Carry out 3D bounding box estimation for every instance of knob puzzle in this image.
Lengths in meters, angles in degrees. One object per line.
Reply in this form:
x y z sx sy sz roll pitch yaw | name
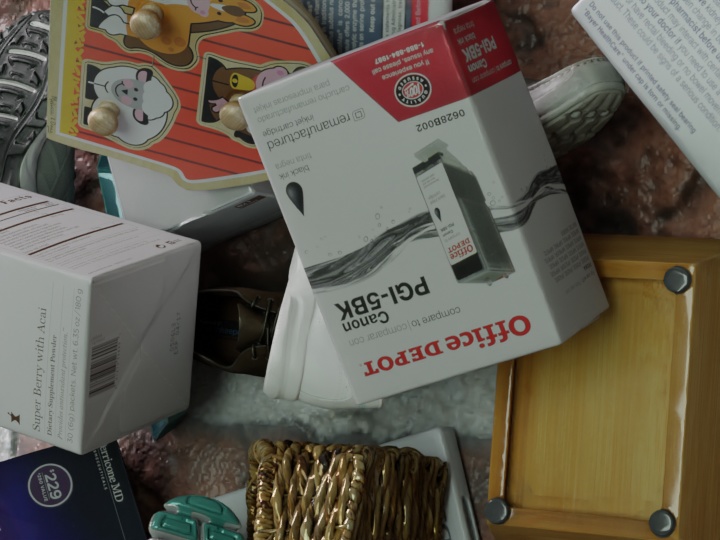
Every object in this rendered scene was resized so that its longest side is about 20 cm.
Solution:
-0.099 -0.117 1.618 0.219 0.220 0.030 -13 37 28 | knob puzzle

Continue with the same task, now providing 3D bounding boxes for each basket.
-0.042 0.206 1.628 0.149 0.143 0.200 1 85 28 | basket

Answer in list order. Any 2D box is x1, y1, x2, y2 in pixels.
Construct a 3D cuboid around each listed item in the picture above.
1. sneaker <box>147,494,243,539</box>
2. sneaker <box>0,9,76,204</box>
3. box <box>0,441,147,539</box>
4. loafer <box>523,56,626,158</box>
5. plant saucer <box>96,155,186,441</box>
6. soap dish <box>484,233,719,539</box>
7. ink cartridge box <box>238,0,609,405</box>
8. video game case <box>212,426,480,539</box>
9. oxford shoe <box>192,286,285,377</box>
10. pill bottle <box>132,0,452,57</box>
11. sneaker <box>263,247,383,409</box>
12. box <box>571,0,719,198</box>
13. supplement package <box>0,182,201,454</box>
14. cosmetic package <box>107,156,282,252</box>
-0.114 0.248 1.658 0.078 0.091 0.200 13 68 -3 | sneaker
-0.230 -0.083 1.816 0.074 0.079 0.200 16 100 25 | sneaker
-0.202 0.224 1.746 0.141 0.079 0.200 -16 75 -12 | box
0.085 -0.094 1.623 0.200 0.070 0.070 -27 72 46 | loafer
-0.149 0.013 1.782 0.019 0.070 0.200 -11 78 -15 | plant saucer
0.154 0.077 1.590 0.157 0.081 0.200 3 89 30 | soap dish
0.038 -0.038 1.535 0.147 0.083 0.200 -19 96 27 | ink cartridge box
-0.008 0.215 1.702 0.200 0.024 0.182 -20 76 27 | video game case
-0.041 0.046 1.702 0.200 0.084 0.073 0 84 28 | oxford shoe
-0.042 -0.176 1.656 0.200 0.120 0.120 1 86 0 | pill bottle
0.000 0.000 1.653 0.088 0.075 0.200 13 64 -1 | sneaker
0.262 -0.149 1.533 0.200 0.105 0.184 -44 66 20 | box
-0.221 0.025 1.701 0.200 0.120 0.121 16 111 29 | supplement package
-0.118 -0.120 1.759 0.107 0.090 0.200 -20 79 26 | cosmetic package
